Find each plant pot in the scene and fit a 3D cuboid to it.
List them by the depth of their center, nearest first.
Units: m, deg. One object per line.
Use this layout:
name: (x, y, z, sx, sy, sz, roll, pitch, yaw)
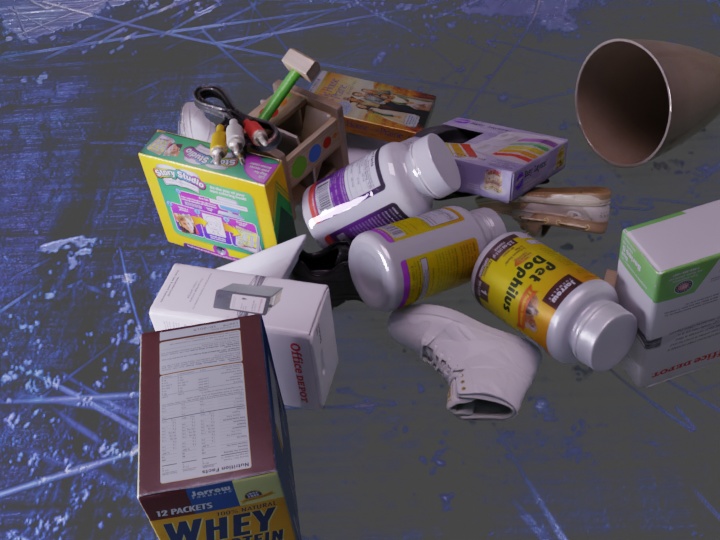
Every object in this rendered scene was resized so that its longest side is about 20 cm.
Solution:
plant pot: (0.463, -0.266, 1.369, 0.199, 0.188, 0.187, -15, 46, -27)

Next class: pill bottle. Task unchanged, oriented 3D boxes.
pill bottle: (0.234, 0.039, 1.098, 0.109, 0.110, 0.200, -30, 41, -21)
pill bottle: (0.091, -0.022, 1.163, 0.199, 0.105, 0.104, -18, 46, -29)
pill bottle: (0.030, -0.104, 1.221, 0.199, 0.111, 0.112, -25, 40, 27)

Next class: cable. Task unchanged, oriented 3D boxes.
cable: (-0.169, -0.209, 1.214, 0.097, 0.050, 0.200, -20, 49, -7)

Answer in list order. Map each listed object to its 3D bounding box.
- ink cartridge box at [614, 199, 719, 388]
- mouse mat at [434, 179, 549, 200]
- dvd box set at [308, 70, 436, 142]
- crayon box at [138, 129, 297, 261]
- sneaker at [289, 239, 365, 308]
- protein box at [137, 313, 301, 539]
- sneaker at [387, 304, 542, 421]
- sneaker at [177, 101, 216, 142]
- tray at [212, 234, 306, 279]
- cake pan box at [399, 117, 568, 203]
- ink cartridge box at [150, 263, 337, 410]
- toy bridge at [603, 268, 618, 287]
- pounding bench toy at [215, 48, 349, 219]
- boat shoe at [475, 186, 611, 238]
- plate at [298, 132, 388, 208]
ink cartridge box: (0.382, 0.029, 1.071, 0.145, 0.201, 0.084, -17, 45, -10)
mouse mat: (0.156, -0.146, 1.334, 0.199, 0.008, 0.161, -10, 30, -23)
dvd box set: (0.013, -0.262, 1.458, 0.199, 0.029, 0.147, 14, 37, 7)
crayon box: (-0.194, -0.095, 1.266, 0.199, 0.173, 0.058, 16, 50, 19)
sneaker: (0.000, 0.000, 1.214, 0.199, 0.091, 0.076, -10, 46, -6)
protein box: (-0.148, 0.194, 0.974, 0.134, 0.199, 0.201, -9, 47, -2)
sneaker: (0.111, 0.115, 1.106, 0.199, 0.074, 0.116, 16, 48, 18)
sneaker: (-0.246, -0.194, 1.447, 0.087, 0.075, 0.201, -5, 52, -15)
tray: (-0.157, 0.018, 1.200, 0.199, 0.022, 0.108, -19, 31, 35)
cake pan box: (0.172, -0.164, 1.309, 0.199, 0.053, 0.184, 19, 29, 32)
ink cartridge box: (-0.135, 0.082, 1.104, 0.199, 0.146, 0.084, 8, 47, 13)
toy bridge: (0.246, 0.011, 1.220, 0.199, 0.027, 0.067, 14, 53, 18)
pounding bench toy: (-0.119, -0.195, 1.289, 0.124, 0.200, 0.156, 27, 55, 28)
boat shoe: (0.252, -0.079, 1.269, 0.199, 0.070, 0.074, 4, 15, 38)
plate: (-0.036, -0.158, 1.404, 0.199, 0.032, 0.200, -33, 52, -21)
